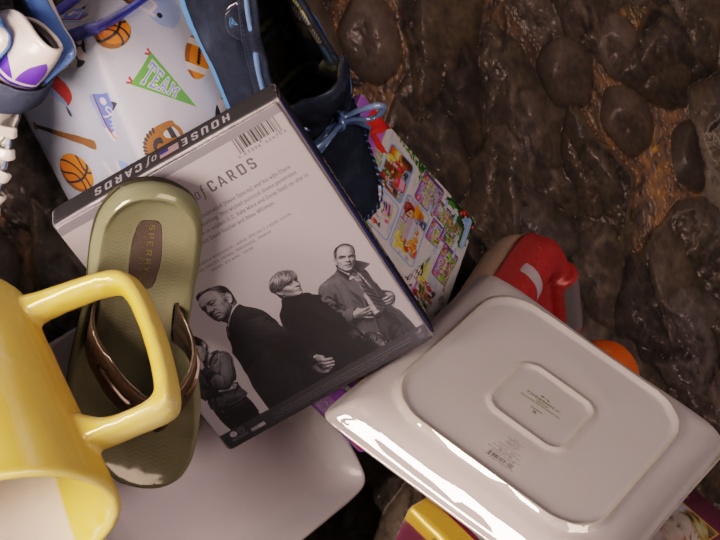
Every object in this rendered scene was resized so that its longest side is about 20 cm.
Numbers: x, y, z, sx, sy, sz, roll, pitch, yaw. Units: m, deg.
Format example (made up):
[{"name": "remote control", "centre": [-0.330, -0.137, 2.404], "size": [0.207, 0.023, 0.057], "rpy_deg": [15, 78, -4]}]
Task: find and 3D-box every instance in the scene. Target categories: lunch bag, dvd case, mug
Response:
[{"name": "lunch bag", "centre": [-0.098, -0.118, 1.202], "size": [0.200, 0.123, 0.171], "rpy_deg": [-42, 117, -42]}, {"name": "dvd case", "centre": [-0.065, 0.003, 1.133], "size": [0.200, 0.150, 0.025], "rpy_deg": [56, 9, -34]}, {"name": "mug", "centre": [-0.204, 0.078, 1.046], "size": [0.185, 0.150, 0.154], "rpy_deg": [-9, 59, -22]}]

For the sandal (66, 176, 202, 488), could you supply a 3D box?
[{"name": "sandal", "centre": [-0.125, 0.044, 1.095], "size": [0.079, 0.057, 0.202], "rpy_deg": [-6, 123, -15]}]

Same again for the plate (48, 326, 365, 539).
[{"name": "plate", "centre": [-0.107, 0.102, 1.209], "size": [0.200, 0.032, 0.201], "rpy_deg": [-37, 104, -39]}]

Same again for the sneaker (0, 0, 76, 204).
[{"name": "sneaker", "centre": [-0.216, -0.083, 1.078], "size": [0.080, 0.146, 0.202], "rpy_deg": [5, 77, -39]}]

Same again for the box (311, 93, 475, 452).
[{"name": "box", "centre": [0.000, 0.000, 1.292], "size": [0.137, 0.039, 0.201], "rpy_deg": [47, 46, -29]}]

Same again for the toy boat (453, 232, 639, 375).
[{"name": "toy boat", "centre": [0.126, 0.069, 1.319], "size": [0.200, 0.130, 0.131], "rpy_deg": [-54, 143, -47]}]

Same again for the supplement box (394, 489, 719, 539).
[{"name": "supplement box", "centre": [0.120, 0.187, 1.197], "size": [0.199, 0.104, 0.131], "rpy_deg": [-20, 52, -43]}]

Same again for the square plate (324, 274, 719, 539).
[{"name": "square plate", "centre": [0.109, 0.093, 1.190], "size": [0.199, 0.029, 0.198], "rpy_deg": [35, 41, 16]}]

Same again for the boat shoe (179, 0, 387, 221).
[{"name": "boat shoe", "centre": [-0.039, -0.101, 1.129], "size": [0.084, 0.068, 0.200], "rpy_deg": [-54, 126, -26]}]
